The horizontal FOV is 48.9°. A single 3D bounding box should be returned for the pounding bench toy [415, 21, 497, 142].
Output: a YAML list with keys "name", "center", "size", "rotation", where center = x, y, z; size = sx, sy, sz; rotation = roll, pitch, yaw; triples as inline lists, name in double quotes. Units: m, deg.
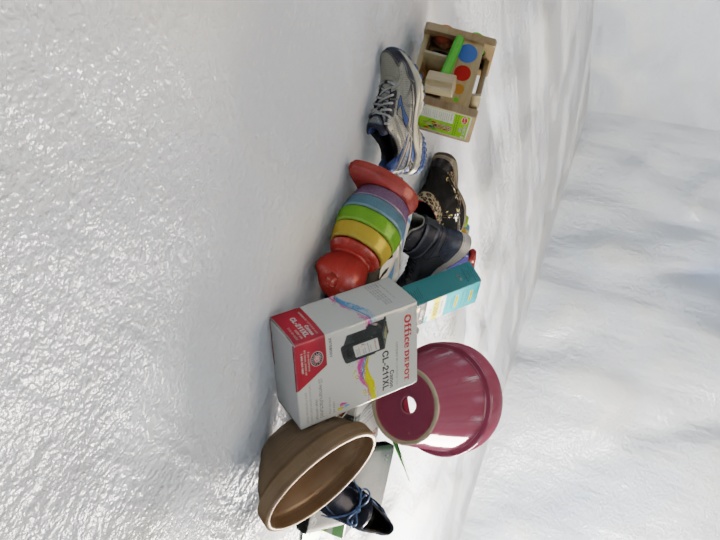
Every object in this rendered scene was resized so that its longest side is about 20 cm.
- name: "pounding bench toy"
  center: [0.150, -0.331, 1.308]
  size: [0.200, 0.123, 0.158]
  rotation: [75, 31, -80]

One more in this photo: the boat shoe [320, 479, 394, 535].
- name: "boat shoe"
  center: [-0.002, 0.406, 1.368]
  size: [0.199, 0.068, 0.085]
  rotation: [35, 77, -46]

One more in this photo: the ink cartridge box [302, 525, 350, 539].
- name: "ink cartridge box"
  center: [-0.042, 0.430, 1.473]
  size: [0.200, 0.047, 0.147]
  rotation: [-26, 126, -67]

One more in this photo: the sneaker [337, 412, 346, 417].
- name: "sneaker"
  center: [-0.058, 0.184, 1.225]
  size: [0.078, 0.079, 0.202]
  rotation: [-47, 144, -51]

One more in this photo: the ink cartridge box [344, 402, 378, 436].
- name: "ink cartridge box"
  center: [-0.017, 0.208, 1.340]
  size: [0.146, 0.082, 0.203]
  rotation: [-24, 125, -66]

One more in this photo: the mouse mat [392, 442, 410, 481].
- name: "mouse mat"
  center: [0.048, 0.282, 1.481]
  size: [0.162, 0.007, 0.201]
  rotation: [74, -8, -55]

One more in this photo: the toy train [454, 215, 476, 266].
- name: "toy train"
  center: [0.222, -0.076, 1.776]
  size: [0.200, 0.083, 0.117]
  rotation: [73, 24, -72]

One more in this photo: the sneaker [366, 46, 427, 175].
- name: "sneaker"
  center: [0.051, -0.244, 1.232]
  size: [0.084, 0.077, 0.203]
  rotation: [-17, 105, -30]

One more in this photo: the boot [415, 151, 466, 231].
- name: "boot"
  center: [0.158, -0.119, 1.610]
  size: [0.201, 0.072, 0.151]
  rotation: [79, 30, -42]

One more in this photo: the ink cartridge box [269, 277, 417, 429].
- name: "ink cartridge box"
  center: [-0.019, 0.114, 1.124]
  size: [0.198, 0.083, 0.147]
  rotation: [-18, 123, -25]

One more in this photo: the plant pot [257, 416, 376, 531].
- name: "plant pot"
  center: [-0.080, 0.274, 1.148]
  size: [0.200, 0.093, 0.202]
  rotation: [-35, 154, -20]

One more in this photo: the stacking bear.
- name: "stacking bear"
  center: [-0.001, -0.045, 1.193]
  size: [0.201, 0.113, 0.122]
  rotation: [-62, 156, -23]

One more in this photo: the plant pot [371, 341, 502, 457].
- name: "plant pot"
  center: [0.117, 0.222, 1.347]
  size: [0.178, 0.198, 0.203]
  rotation: [7, 97, -56]

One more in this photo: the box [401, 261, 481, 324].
- name: "box"
  center: [0.125, 0.055, 1.482]
  size: [0.198, 0.049, 0.083]
  rotation: [-21, 150, -15]

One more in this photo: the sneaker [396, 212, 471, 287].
- name: "sneaker"
  center: [0.091, -0.029, 1.495]
  size: [0.202, 0.145, 0.078]
  rotation: [-45, -143, 36]

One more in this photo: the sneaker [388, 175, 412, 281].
- name: "sneaker"
  center: [0.041, -0.066, 1.341]
  size: [0.072, 0.071, 0.203]
  rotation: [-17, 116, -59]

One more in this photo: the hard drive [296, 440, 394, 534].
- name: "hard drive"
  center: [-0.025, 0.383, 1.414]
  size: [0.199, 0.033, 0.141]
  rotation: [6, 98, -49]

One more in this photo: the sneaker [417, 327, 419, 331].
- name: "sneaker"
  center: [0.063, 0.158, 1.472]
  size: [0.080, 0.075, 0.201]
  rotation: [-26, 154, -23]

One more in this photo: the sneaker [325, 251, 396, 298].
- name: "sneaker"
  center: [0.000, 0.000, 1.262]
  size: [0.112, 0.072, 0.203]
  rotation: [15, 90, -71]
